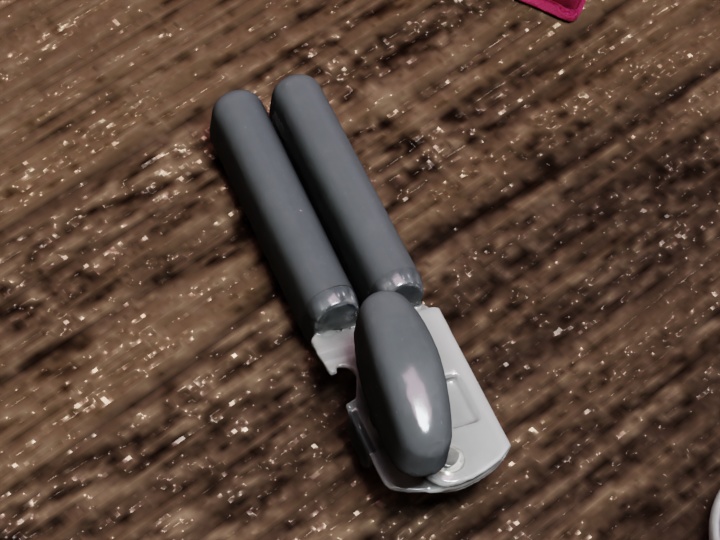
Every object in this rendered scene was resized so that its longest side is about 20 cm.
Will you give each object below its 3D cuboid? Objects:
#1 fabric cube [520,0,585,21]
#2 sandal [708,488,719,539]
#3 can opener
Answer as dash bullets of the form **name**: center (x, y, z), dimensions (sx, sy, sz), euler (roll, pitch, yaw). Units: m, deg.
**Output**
- **fabric cube**: center (0.060, -0.269, 1.195), dimensions (0.195, 0.200, 0.200), euler (23, 52, 7)
- **sandal**: center (0.224, 0.079, 1.059), dimensions (0.202, 0.050, 0.083), euler (-9, 56, -20)
- **can opener**: center (0.000, 0.000, 1.068), dimensions (0.052, 0.067, 0.200), euler (-14, 53, -20)
